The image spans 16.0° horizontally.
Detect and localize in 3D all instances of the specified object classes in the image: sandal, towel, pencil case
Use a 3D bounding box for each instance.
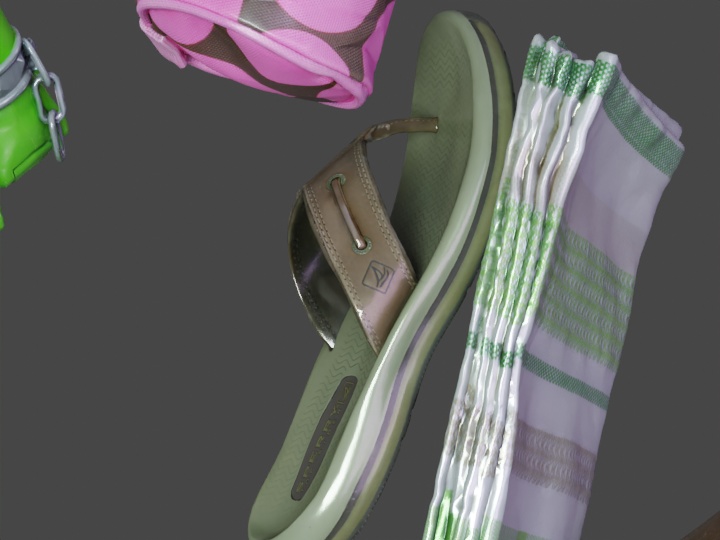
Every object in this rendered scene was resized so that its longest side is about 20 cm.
[{"bbox_3d":[0.000,0.001,0.858,0.057,0.080,0.202,25,77,-15],"label":"sandal"},{"bbox_3d":[0.071,0.032,0.878,0.149,0.030,0.202,25,77,-67],"label":"towel"},{"bbox_3d":[-0.021,-0.158,0.841,0.091,0.093,0.202,41,60,-73],"label":"pencil case"}]

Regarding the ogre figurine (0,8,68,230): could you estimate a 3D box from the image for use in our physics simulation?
[{"bbox_3d":[-0.180,-0.050,0.738,0.199,0.098,0.121,-17,117,-16],"label":"ogre figurine"}]

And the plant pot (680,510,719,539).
[{"bbox_3d":[0.106,0.194,0.876,0.199,0.187,0.188,-25,103,-14],"label":"plant pot"}]
